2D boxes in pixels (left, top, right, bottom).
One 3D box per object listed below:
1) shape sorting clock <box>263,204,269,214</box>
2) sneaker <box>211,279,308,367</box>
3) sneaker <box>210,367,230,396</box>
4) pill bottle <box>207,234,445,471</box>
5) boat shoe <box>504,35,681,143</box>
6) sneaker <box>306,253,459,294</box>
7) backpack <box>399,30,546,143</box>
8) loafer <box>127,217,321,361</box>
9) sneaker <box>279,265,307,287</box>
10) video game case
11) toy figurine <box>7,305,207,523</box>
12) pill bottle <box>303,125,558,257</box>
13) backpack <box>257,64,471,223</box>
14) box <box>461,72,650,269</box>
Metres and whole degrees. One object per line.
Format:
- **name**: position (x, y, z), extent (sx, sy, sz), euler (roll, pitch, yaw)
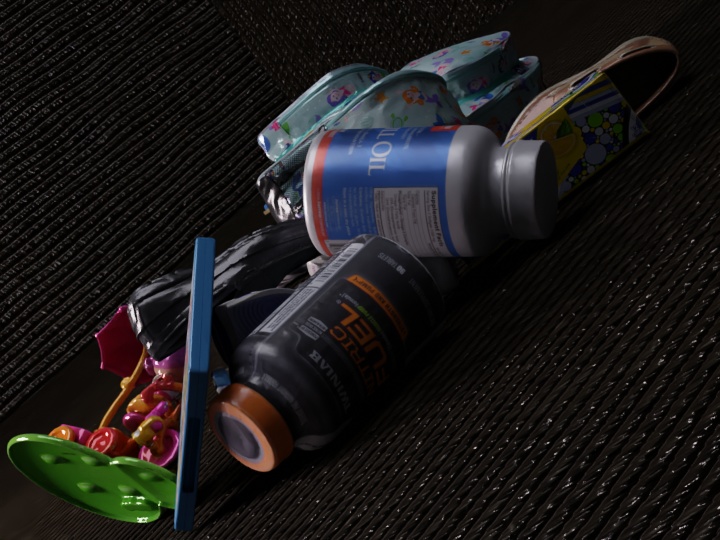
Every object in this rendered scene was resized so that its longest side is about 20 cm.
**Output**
- **shape sorting clock**: position (-0.090, -0.159, 3.457), extent (0.200, 0.039, 0.200), euler (-39, 6, 5)
- **sneaker**: position (-0.044, 0.048, 1.654), extent (0.199, 0.081, 0.115), euler (-15, -1, -32)
- **sneaker**: position (-0.078, 0.112, 1.694), extent (0.087, 0.075, 0.200), euler (-25, 8, -9)
- **pill bottle**: position (-0.031, 0.069, 1.524), extent (0.200, 0.106, 0.106), euler (-44, 9, -31)
- **boat shoe**: position (0.216, -0.152, 1.808), extent (0.200, 0.076, 0.072), euler (-41, 10, -5)
- **sneaker**: position (0.014, -0.010, 1.748), extent (0.100, 0.075, 0.200), euler (-43, 38, -14)
- **backpack**: position (0.106, -0.159, 2.095), extent (0.177, 0.151, 0.200), euler (-14, 25, 34)
- **loafer**: position (-0.107, 0.016, 1.711), extent (0.200, 0.070, 0.068), euler (-26, -17, -5)
- **sneaker**: position (-0.053, -0.054, 2.540), extent (0.200, 0.078, 0.140), euler (-52, 14, -23)
- **video game case**: position (-0.133, 0.093, 1.558), extent (0.200, 0.018, 0.143), euler (100, 172, -46)
- **toy figurine**: position (-0.194, 0.111, 1.735), extent (0.200, 0.150, 0.184), euler (-3, 54, 41)
- **pill bottle**: position (0.061, -0.067, 1.635), extent (0.200, 0.112, 0.112), euler (-1, 22, 19)
- **backpack**: position (0.011, -0.120, 1.933), extent (0.200, 0.151, 0.177), euler (-35, -17, 24)
- **box**: position (0.155, -0.090, 1.729), extent (0.200, 0.070, 0.064), euler (-38, 5, 2)
